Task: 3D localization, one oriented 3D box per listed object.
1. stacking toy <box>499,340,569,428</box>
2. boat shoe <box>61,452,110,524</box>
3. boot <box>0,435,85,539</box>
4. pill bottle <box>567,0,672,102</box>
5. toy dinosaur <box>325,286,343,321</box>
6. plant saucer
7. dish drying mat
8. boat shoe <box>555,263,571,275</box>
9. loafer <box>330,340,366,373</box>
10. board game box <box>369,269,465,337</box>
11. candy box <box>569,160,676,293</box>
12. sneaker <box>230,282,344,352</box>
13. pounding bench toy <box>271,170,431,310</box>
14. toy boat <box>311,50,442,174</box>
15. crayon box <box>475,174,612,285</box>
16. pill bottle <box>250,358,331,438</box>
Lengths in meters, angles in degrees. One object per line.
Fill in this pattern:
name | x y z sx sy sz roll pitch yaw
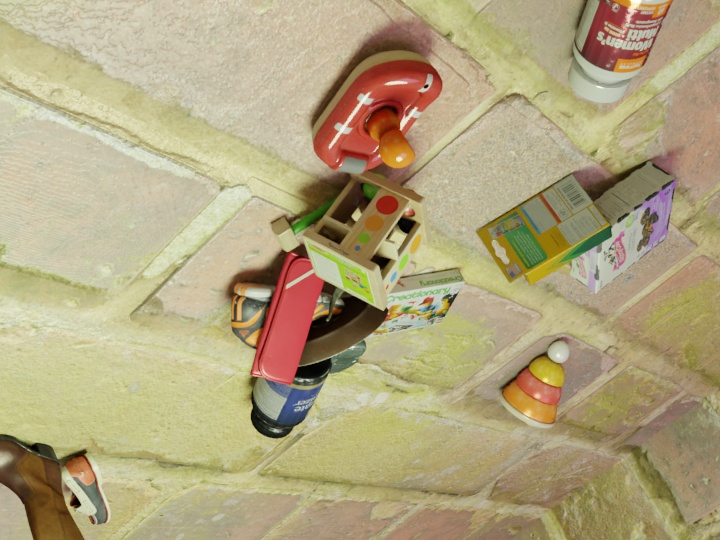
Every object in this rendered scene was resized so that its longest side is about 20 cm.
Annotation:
stacking toy | 0.424 0.248 2.357 0.146 0.146 0.200 9 114 -46
boat shoe | -0.494 0.400 1.832 0.062 0.071 0.200 -29 146 -27
boot | -0.539 0.369 1.629 0.068 0.200 0.188 -37 148 13
pill bottle | 0.364 -0.341 1.447 0.109 0.110 0.200 -17 146 -20
toy dinosaur | 0.000 0.000 1.658 0.200 0.047 0.088 -62 155 -7
plant saucer | -0.051 0.093 1.699 0.200 0.200 0.035 -27 106 -4
dish drying mat | -0.110 0.076 1.593 0.077 0.018 0.201 18 88 -32
boat shoe | 0.416 -0.017 1.985 0.200 0.076 0.072 0 139 -39
loafer | -0.036 0.137 1.839 0.072 0.063 0.200 -3 162 -20
board game box | 0.082 0.062 1.862 0.199 0.035 0.126 -9 143 -30
candy box | 0.484 -0.079 1.898 0.200 0.072 0.168 -35 144 -19
sneaker | -0.122 0.082 1.643 0.199 0.078 0.112 6 96 -31
pounding bench toy | -0.014 -0.070 1.524 0.156 0.200 0.124 -55 157 -20
toy boat | 0.034 -0.192 1.367 0.130 0.131 0.200 5 135 -44
crayon box | 0.320 -0.064 1.791 0.200 0.126 0.052 -30 149 2
pill bottle | -0.131 0.210 1.825 0.112 0.112 0.200 -8 143 -31
